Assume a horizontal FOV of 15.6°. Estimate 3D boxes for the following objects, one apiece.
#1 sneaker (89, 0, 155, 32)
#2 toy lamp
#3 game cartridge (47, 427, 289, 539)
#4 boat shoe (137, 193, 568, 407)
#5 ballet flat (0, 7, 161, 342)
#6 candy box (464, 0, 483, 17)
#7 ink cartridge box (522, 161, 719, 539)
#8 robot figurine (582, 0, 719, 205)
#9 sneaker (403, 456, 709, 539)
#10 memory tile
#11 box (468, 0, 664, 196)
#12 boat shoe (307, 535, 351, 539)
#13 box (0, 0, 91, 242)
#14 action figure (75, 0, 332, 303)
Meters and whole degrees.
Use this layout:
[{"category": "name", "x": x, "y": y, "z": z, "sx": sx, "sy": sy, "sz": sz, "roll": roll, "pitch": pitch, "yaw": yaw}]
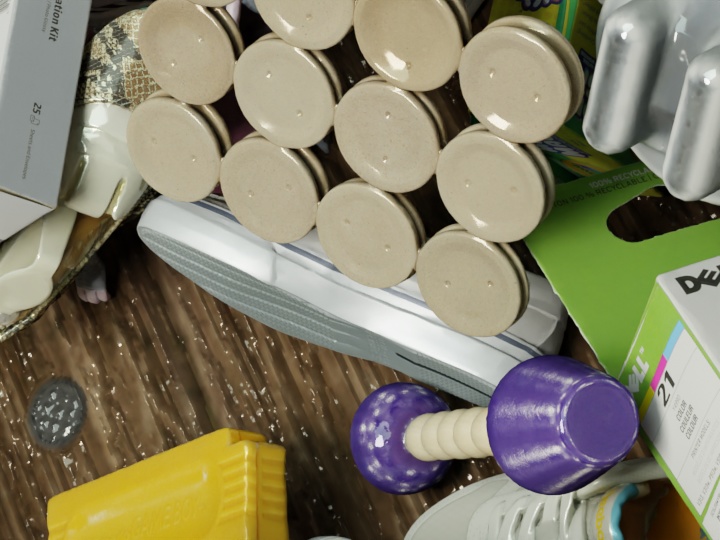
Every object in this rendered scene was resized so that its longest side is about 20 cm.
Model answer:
[{"category": "sneaker", "x": -0.106, "y": -0.207, "z": 1.336, "sx": 0.200, "sy": 0.075, "sz": 0.115, "roll": -39, "pitch": 59, "yaw": 9}, {"category": "toy lamp", "x": 0.055, "y": 0.065, "z": 1.095, "sx": 0.200, "sy": 0.058, "sz": 0.058, "roll": -9, "pitch": 65, "yaw": 68}, {"category": "game cartridge", "x": -0.092, "y": 0.183, "z": 1.191, "sx": 0.176, "sy": 0.032, "sz": 0.200, "roll": -25, "pitch": 61, "yaw": 49}, {"category": "boat shoe", "x": 0.000, "y": 0.000, "z": 1.195, "sx": 0.200, "sy": 0.074, "sz": 0.067, "roll": 25, "pitch": 73, "yaw": 5}, {"category": "ballet flat", "x": -0.131, "y": -0.032, "z": 1.208, "sx": 0.200, "sy": 0.068, "sz": 0.075, "roll": -51, "pitch": 15, "yaw": 38}, {"category": "candy box", "x": -0.034, "y": -0.171, "z": 1.204, "sx": 0.115, "sy": 0.200, "sz": 0.055, "roll": 41, "pitch": 99, "yaw": 33}, {"category": "ink cartridge box", "x": 0.168, "y": 0.007, "z": 1.058, "sx": 0.148, "sy": 0.076, "sz": 0.200, "roll": -16, "pitch": 56, "yaw": -24}, {"category": "robot figurine", "x": 0.175, "y": -0.098, "z": 1.079, "sx": 0.170, "sy": 0.200, "sz": 0.113, "roll": 37, "pitch": 134, "yaw": 26}, {"category": "sneaker", "x": 0.098, "y": 0.111, "z": 1.111, "sx": 0.200, "sy": 0.081, "sz": 0.077, "roll": -11, "pitch": 71, "yaw": 29}, {"category": "memory tile", "x": -0.007, "y": -0.066, "z": 1.093, "sx": 0.200, "sy": 0.017, "sz": 0.153, "roll": 25, "pitch": 129, "yaw": 21}, {"category": "box", "x": 0.105, "y": -0.119, "z": 1.155, "sx": 0.048, "sy": 0.117, "sz": 0.200, "roll": 9, "pitch": 80, "yaw": 33}, {"category": "boat shoe", "x": -0.023, "y": 0.220, "z": 1.161, "sx": 0.068, "sy": 0.072, "sz": 0.200, "roll": -23, "pitch": 71, "yaw": 50}, {"category": "box", "x": -0.192, "y": -0.074, "z": 1.232, "sx": 0.200, "sy": 0.041, "sz": 0.156, "roll": -26, "pitch": 50, "yaw": 50}, {"category": "action figure", "x": -0.122, "y": -0.069, "z": 1.265, "sx": 0.200, "sy": 0.149, "sz": 0.134, "roll": -13, "pitch": 74, "yaw": 13}]
